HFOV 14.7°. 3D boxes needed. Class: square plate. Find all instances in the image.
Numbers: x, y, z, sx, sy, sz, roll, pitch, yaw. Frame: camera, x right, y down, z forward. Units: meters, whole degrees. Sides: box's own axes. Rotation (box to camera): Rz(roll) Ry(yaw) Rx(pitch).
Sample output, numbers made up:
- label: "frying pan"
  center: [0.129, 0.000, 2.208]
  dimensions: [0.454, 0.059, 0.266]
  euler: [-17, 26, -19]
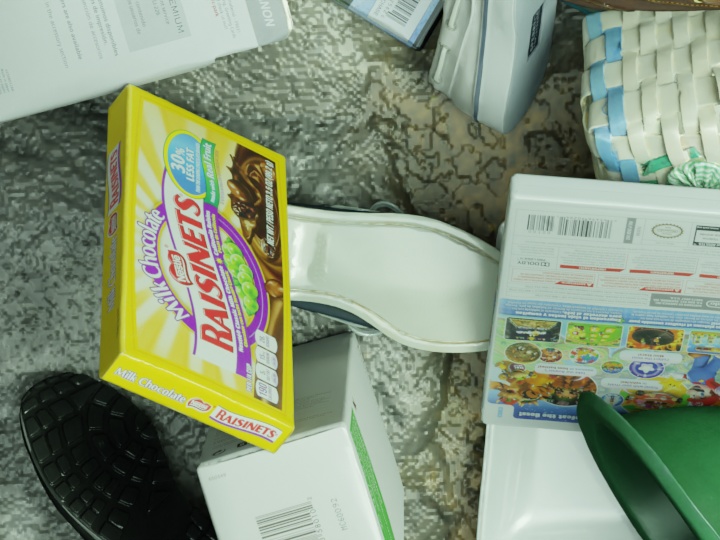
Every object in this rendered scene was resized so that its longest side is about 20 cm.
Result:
- label: "square plate"
  center: [0.169, 0.073, 1.561]
  dimensions: [0.199, 0.028, 0.199]
  euler: [3, 99, 1]

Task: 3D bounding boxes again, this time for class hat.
- label: "hat"
  center: [0.233, 0.093, 1.492]
  dimensions: [0.176, 0.200, 0.166]
  euler: [-35, 62, -7]

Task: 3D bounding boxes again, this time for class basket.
- label: "basket"
  center: [0.220, -0.073, 1.463]
  dimensions: [0.199, 0.140, 0.177]
  euler: [-12, 140, 7]

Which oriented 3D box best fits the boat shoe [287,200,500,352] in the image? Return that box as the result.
- label: "boat shoe"
  center: [0.000, 0.000, 1.534]
  dimensions: [0.199, 0.062, 0.075]
  euler: [7, 97, 3]

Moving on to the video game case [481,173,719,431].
- label: "video game case"
  center: [0.141, 0.024, 1.465]
  dimensions: [0.142, 0.018, 0.201]
  euler: [4, 142, 0]

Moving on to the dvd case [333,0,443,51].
- label: "dvd case"
  center: [-0.016, -0.231, 1.518]
  dimensions: [0.199, 0.018, 0.143]
  euler: [31, 98, -3]

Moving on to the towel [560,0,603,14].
- label: "towel"
  center: [0.180, -0.219, 1.515]
  dimensions: [0.146, 0.022, 0.201]
  euler: [30, 98, -4]

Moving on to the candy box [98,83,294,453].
- label: "candy box"
  center: [-0.082, -0.004, 1.417]
  dimensions: [0.102, 0.201, 0.026]
  euler: [23, 129, -24]

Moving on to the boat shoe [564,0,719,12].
- label: "boat shoe"
  center: [0.184, -0.160, 1.365]
  dimensions: [0.199, 0.070, 0.071]
  euler: [-8, 85, 7]

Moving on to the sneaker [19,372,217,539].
- label: "sneaker"
  center: [-0.131, 0.153, 1.558]
  dimensions: [0.076, 0.088, 0.200]
  euler: [-29, 73, -35]

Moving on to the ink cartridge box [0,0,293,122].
- label: "ink cartridge box"
  center: [-0.138, -0.200, 1.477]
  dimensions: [0.175, 0.084, 0.201]
  euler: [-13, 105, 9]

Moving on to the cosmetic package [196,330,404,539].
- label: "cosmetic package"
  center: [-0.029, 0.113, 1.485]
  dimensions: [0.084, 0.200, 0.108]
  euler: [-17, 103, 6]

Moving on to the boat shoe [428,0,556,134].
- label: "boat shoe"
  center: [0.066, -0.154, 1.460]
  dimensions: [0.065, 0.074, 0.201]
  euler: [27, 138, 16]
